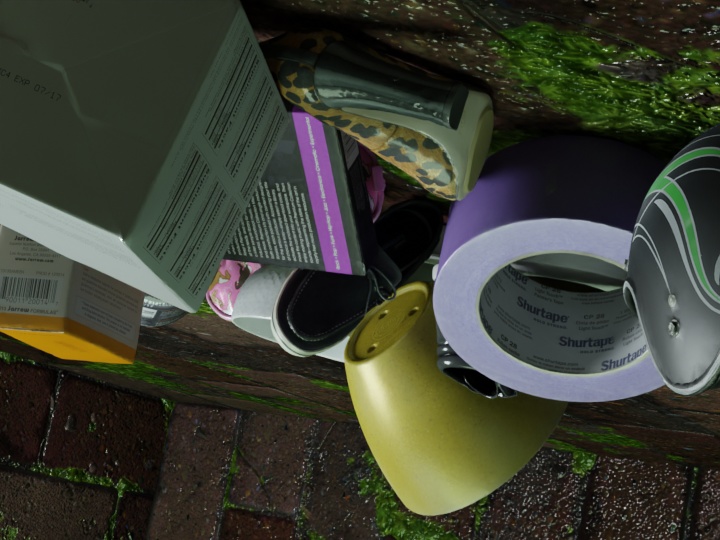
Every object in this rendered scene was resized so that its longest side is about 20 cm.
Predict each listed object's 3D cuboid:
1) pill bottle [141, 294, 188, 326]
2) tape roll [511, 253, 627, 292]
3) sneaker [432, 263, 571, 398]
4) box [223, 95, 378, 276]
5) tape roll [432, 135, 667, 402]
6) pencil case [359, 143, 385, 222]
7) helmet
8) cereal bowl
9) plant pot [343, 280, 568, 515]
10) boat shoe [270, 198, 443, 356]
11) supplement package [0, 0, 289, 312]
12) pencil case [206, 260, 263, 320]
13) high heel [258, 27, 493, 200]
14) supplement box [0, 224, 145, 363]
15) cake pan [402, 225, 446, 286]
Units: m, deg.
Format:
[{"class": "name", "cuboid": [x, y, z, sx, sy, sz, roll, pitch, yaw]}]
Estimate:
[{"class": "pill bottle", "cuboid": [-0.186, -0.010, 1.350, 0.106, 0.107, 0.200, 13, 169, -11]}, {"class": "tape roll", "cuboid": [0.170, -0.015, 1.225, 0.201, 0.071, 0.202, 10, 169, 2]}, {"class": "sneaker", "cuboid": [0.141, 0.064, 1.207, 0.199, 0.100, 0.071, 15, 166, -25]}, {"class": "box", "cuboid": [-0.092, -0.072, 1.085, 0.199, 0.036, 0.144, 6, 129, 22]}, {"class": "tape roll", "cuboid": [0.156, 0.003, 1.064, 0.199, 0.085, 0.201, 8, 140, 7]}, {"class": "pencil case", "cuboid": [-0.046, -0.055, 1.204, 0.083, 0.087, 0.200, 45, 162, -8]}, {"class": "helmet", "cuboid": [0.257, -0.004, 0.880, 0.199, 0.191, 0.201, -3, 128, -4]}, {"class": "cereal bowl", "cuboid": [-0.025, 0.036, 1.442, 0.199, 0.084, 0.200, 14, 169, 3]}, {"class": "plant pot", "cuboid": [0.068, 0.093, 1.289, 0.142, 0.200, 0.200, 48, 154, -20]}, {"class": "boat shoe", "cuboid": [0.000, 0.000, 1.250, 0.075, 0.200, 0.062, 51, 148, 1]}, {"class": "supplement package", "cuboid": [-0.165, -0.094, 0.853, 0.190, 0.148, 0.200, 24, 171, 9]}, {"class": "pencil case", "cuboid": [-0.098, 0.038, 1.678, 0.086, 0.083, 0.200, 5, 167, 30]}, {"class": "high heel", "cuboid": [0.012, -0.105, 0.966, 0.142, 0.072, 0.200, 18, 172, 15]}, {"class": "supplement box", "cuboid": [-0.219, -0.038, 1.141, 0.073, 0.201, 0.126, 3, 166, 18]}, {"class": "cake pan", "cuboid": [0.083, -0.007, 1.433, 0.199, 0.037, 0.200, 10, 169, 2]}]
